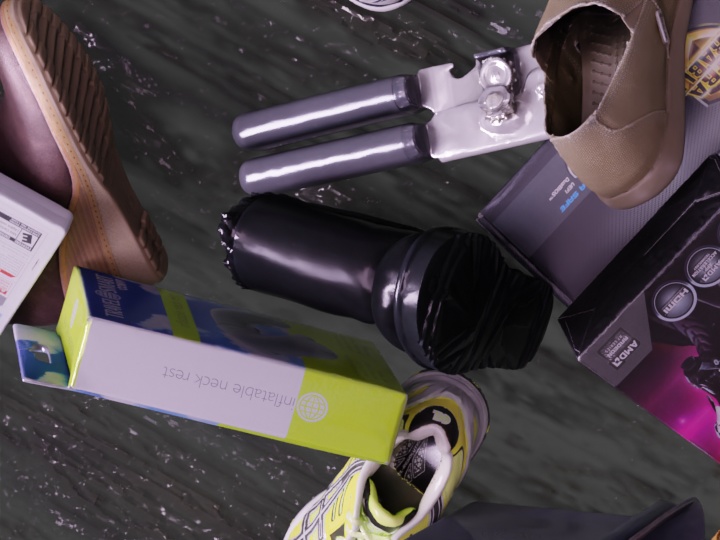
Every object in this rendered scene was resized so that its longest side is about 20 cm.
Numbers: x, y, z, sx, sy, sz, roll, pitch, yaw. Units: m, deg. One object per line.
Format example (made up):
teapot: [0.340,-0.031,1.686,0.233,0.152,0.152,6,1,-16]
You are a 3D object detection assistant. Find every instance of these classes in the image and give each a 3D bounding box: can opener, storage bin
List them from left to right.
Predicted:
can opener: [0.026,-0.079,1.619,0.200,0.066,0.053,-12,82,22]
storage bin: [0.090,0.194,1.583,0.134,0.200,0.146,8,100,22]

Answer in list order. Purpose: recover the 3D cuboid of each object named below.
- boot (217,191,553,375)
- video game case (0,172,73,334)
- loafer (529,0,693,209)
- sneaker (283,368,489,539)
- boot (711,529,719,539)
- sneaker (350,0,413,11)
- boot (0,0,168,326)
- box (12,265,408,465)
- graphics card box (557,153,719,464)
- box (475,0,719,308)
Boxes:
boot: [0.000,-0.001,1.558,0.162,0.198,0.073,19,91,22]
video game case: [-0.261,-0.002,1.646,0.143,0.018,0.200,29,134,-10]
loafer: [0.129,-0.131,1.539,0.076,0.067,0.200,-24,55,33]
sneaker: [-0.001,0.144,1.647,0.075,0.076,0.200,29,104,5]
boot: [0.192,0.178,1.507,0.071,0.144,0.201,35,96,15]
sneaker: [-0.033,-0.226,1.572,0.079,0.130,0.199,-24,92,14]
boot: [-0.214,-0.048,1.642,0.166,0.072,0.200,-13,121,15]
box: [-0.083,0.049,1.597,0.200,0.122,0.048,14,100,-12]
graphics card box: [0.217,0.043,1.553,0.200,0.051,0.125,37,106,-24]
box: [0.186,-0.048,1.593,0.159,0.046,0.200,44,104,3]
